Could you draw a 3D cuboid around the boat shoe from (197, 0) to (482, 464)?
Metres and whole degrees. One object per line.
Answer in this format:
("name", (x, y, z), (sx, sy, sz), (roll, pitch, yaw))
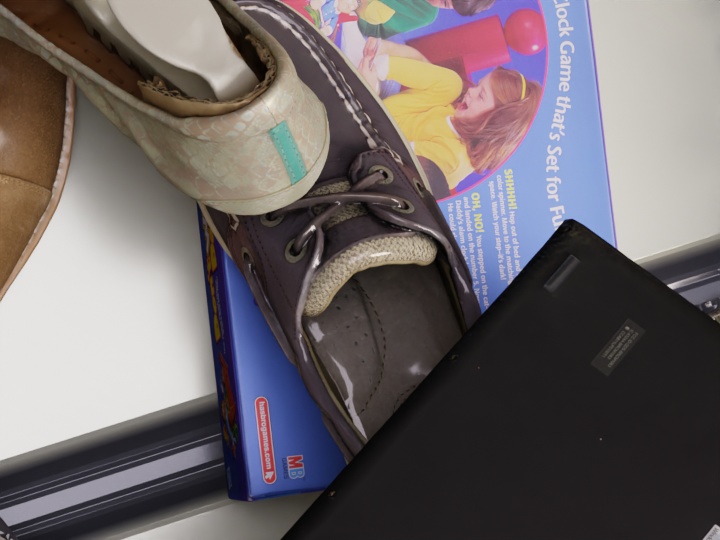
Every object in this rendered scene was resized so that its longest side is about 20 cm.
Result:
("boat shoe", (0.000, 0.000, 0.872), (0.072, 0.065, 0.200), (-22, 83, -9))

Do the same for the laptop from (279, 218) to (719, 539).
("laptop", (0.078, 0.128, 0.842), (0.200, 0.116, 0.187), (37, 62, 12))

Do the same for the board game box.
("board game box", (0.013, -0.030, 0.940), (0.134, 0.045, 0.201), (-5, 87, -11))

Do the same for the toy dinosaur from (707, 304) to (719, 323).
("toy dinosaur", (0.165, 0.025, 0.960), (0.088, 0.047, 0.200), (-40, 71, 10))

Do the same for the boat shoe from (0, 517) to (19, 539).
("boat shoe", (-0.073, 0.136, 0.896), (0.060, 0.074, 0.200), (-38, 97, -11))

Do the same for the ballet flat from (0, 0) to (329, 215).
("ballet flat", (-0.083, -0.093, 0.860), (0.200, 0.062, 0.067), (38, 73, 25))

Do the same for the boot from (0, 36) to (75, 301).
("boot", (-0.136, -0.020, 0.895), (0.073, 0.075, 0.201), (16, 80, -4))
